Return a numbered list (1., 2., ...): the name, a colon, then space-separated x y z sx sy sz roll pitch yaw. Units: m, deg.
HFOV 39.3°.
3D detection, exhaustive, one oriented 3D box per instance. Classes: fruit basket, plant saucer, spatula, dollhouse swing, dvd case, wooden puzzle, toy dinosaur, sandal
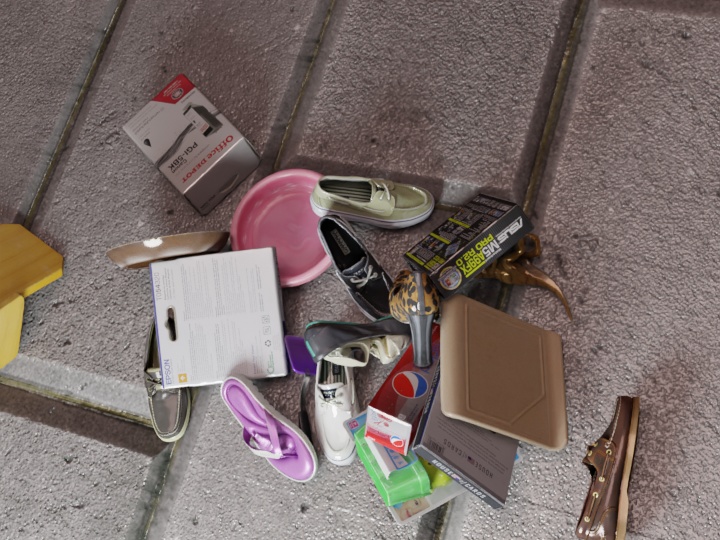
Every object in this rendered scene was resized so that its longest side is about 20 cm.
1. fruit basket: 0.097 0.235 1.412 0.198 0.094 0.186 -28 54 -6
2. plant saucer: -0.111 -0.064 1.624 0.197 0.051 0.204 -6 66 14
3. spatula: -0.084 0.196 1.517 0.020 0.056 0.203 -19 68 42
4. dollhouse swing: -0.632 0.046 1.749 0.199 0.175 0.184 31 121 25
5. dvd case: 0.154 0.196 1.358 0.025 0.150 0.201 -36 23 46
6. wooden puzzle: 0.194 0.142 1.384 0.198 0.037 0.187 19 54 -23
7. toy dinosaur: 0.241 -0.001 1.497 0.198 0.060 0.108 15 97 28
8. sandal: -0.146 0.240 1.487 0.202 0.050 0.083 42 123 21
9. plant saucer: -0.302 -0.030 1.598 0.197 0.200 0.033 -12 88 12

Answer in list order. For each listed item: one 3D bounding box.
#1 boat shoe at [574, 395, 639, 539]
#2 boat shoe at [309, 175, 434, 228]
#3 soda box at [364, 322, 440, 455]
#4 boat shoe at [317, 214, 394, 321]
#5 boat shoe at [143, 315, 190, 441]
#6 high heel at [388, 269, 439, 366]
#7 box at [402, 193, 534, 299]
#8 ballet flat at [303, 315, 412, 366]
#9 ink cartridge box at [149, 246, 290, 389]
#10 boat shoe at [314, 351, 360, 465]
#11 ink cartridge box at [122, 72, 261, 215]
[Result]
1. boat shoe: 0.329 0.262 1.341 0.069 0.071 0.203 8 71 16
2. boat shoe: 0.021 -0.109 1.563 0.197 0.062 0.073 0 67 -9
3. soda box: 0.078 0.159 1.399 0.069 0.064 0.200 21 41 18
4. boat shoe: 0.000 0.000 1.522 0.071 0.068 0.202 -32 86 4
5. boat shoe: -0.311 0.164 1.582 0.071 0.066 0.204 -10 66 11
6. high heel: 0.076 0.017 1.409 0.070 0.144 0.201 -6 35 -3
7. box: 0.151 -0.040 1.462 0.160 0.200 0.044 -39 102 -2
8. ballet flat: 0.013 0.105 1.473 0.197 0.073 0.074 -4 62 -23
9. ink cartridge box: -0.216 0.073 1.555 0.197 0.043 0.200 -6 88 6
10. boat shoe: -0.042 0.183 1.491 0.072 0.067 0.203 -12 65 12
11. ink cartridge box: -0.288 -0.217 1.724 0.147 0.083 0.200 -43 62 -5
